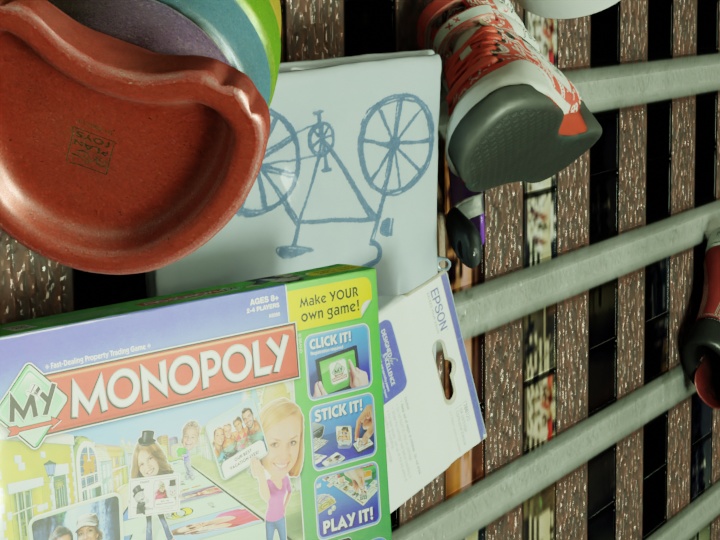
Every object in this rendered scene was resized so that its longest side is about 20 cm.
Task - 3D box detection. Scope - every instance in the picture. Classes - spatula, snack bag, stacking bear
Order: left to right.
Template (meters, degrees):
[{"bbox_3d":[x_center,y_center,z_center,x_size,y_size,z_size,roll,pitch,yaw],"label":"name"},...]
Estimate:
[{"bbox_3d":[-0.078,-0.102,0.762,0.200,0.121,0.114,-71,-178,-47],"label":"stacking bear"},{"bbox_3d":[-0.028,0.001,0.909,0.189,0.021,0.200,-13,108,-43],"label":"snack bag"},{"bbox_3d":[0.056,-0.029,1.040,0.200,0.021,0.057,-75,160,-77],"label":"spatula"}]

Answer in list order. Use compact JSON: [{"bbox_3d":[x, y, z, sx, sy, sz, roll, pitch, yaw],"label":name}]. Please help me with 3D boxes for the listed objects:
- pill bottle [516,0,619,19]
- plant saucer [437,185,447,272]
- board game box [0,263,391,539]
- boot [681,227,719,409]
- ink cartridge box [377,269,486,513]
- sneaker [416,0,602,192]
[{"bbox_3d":[0.102,-0.245,1.092,0.112,0.112,0.200,-65,147,-36],"label":"pill bottle"},{"bbox_3d":[0.000,0.000,1.008,0.200,0.034,0.200,-10,101,-63],"label":"plant saucer"},{"bbox_3d":[-0.072,0.077,0.796,0.200,0.029,0.135,-11,102,-40],"label":"board game box"},{"bbox_3d":[0.327,0.077,1.632,0.200,0.072,0.144,51,49,-43],"label":"boot"},{"bbox_3d":[-0.028,0.084,0.885,0.200,0.039,0.100,-32,120,-34],"label":"ink cartridge box"},{"bbox_3d":[0.062,-0.103,1.035,0.108,0.067,0.201,53,16,11],"label":"sneaker"}]
